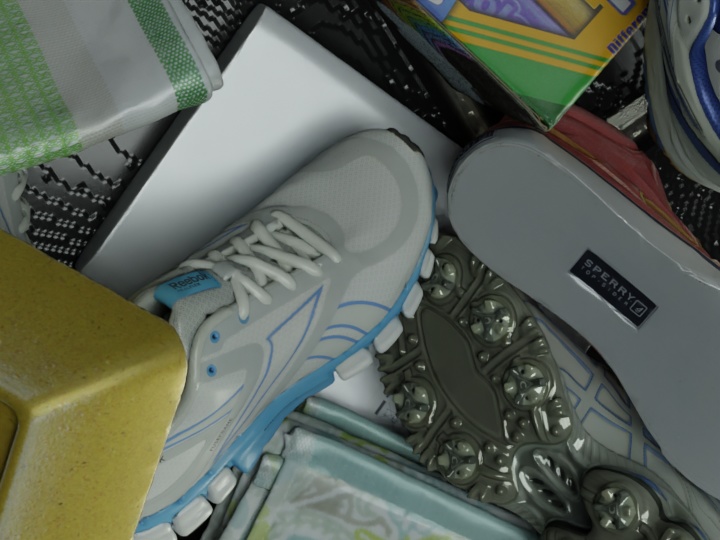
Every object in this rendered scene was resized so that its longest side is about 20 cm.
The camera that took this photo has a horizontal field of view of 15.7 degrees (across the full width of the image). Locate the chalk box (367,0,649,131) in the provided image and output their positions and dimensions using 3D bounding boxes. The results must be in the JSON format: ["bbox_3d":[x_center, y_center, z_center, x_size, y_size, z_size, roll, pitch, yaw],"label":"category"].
[{"bbox_3d":[0.027,-0.171,1.008,0.200,0.125,0.124,43,89,-20],"label":"chalk box"}]

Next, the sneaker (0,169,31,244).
[{"bbox_3d":[-0.153,-0.026,1.023,0.087,0.075,0.200,-40,108,-9],"label":"sneaker"}]

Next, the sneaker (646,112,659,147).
[{"bbox_3d":[0.213,-0.089,1.095,0.200,0.070,0.076,-8,126,-23],"label":"sneaker"}]

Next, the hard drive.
[{"bbox_3d":[0.000,0.000,1.089,0.200,0.025,0.132,35,91,-18],"label":"hard drive"}]

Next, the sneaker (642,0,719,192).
[{"bbox_3d":[0.132,-0.122,0.936,0.075,0.088,0.200,-20,105,-7],"label":"sneaker"}]

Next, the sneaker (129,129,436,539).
[{"bbox_3d":[-0.045,0.017,0.996,0.200,0.075,0.087,-50,152,-14],"label":"sneaker"}]

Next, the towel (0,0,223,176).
[{"bbox_3d":[-0.169,-0.090,0.967,0.200,0.149,0.031,-19,144,-16],"label":"towel"}]

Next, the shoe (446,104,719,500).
[{"bbox_3d":[0.123,0.009,1.042,0.200,0.091,0.071,42,114,-1],"label":"shoe"}]

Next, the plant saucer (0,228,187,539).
[{"bbox_3d":[-0.179,0.071,0.956,0.200,0.048,0.200,28,115,19],"label":"plant saucer"}]

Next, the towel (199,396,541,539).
[{"bbox_3d":[0.016,0.162,1.091,0.200,0.048,0.171,26,106,-5],"label":"towel"}]

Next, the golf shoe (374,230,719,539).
[{"bbox_3d":[0.083,0.067,1.059,0.078,0.097,0.200,-45,70,27],"label":"golf shoe"}]
